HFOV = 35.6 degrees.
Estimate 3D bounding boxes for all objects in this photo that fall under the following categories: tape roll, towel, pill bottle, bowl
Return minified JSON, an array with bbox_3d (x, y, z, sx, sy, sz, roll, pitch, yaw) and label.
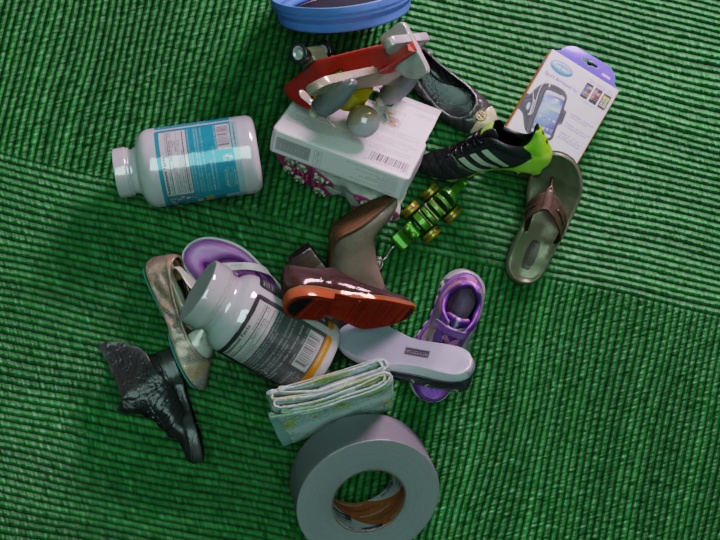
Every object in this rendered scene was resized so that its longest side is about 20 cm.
[{"bbox_3d":[0.005,0.298,1.543,0.200,0.066,0.201,-6,118,-11],"label":"tape roll"},{"bbox_3d":[-0.038,0.182,1.526,0.171,0.200,0.048,-15,72,-4],"label":"towel"},{"bbox_3d":[-0.137,0.077,1.529,0.200,0.116,0.117,32,85,-17],"label":"pill bottle"},{"bbox_3d":[-0.241,-0.150,1.568,0.200,0.111,0.111,-9,88,-5],"label":"pill bottle"},{"bbox_3d":[-0.025,-0.376,1.564,0.200,0.201,0.039,-9,119,-5],"label":"bowl"}]

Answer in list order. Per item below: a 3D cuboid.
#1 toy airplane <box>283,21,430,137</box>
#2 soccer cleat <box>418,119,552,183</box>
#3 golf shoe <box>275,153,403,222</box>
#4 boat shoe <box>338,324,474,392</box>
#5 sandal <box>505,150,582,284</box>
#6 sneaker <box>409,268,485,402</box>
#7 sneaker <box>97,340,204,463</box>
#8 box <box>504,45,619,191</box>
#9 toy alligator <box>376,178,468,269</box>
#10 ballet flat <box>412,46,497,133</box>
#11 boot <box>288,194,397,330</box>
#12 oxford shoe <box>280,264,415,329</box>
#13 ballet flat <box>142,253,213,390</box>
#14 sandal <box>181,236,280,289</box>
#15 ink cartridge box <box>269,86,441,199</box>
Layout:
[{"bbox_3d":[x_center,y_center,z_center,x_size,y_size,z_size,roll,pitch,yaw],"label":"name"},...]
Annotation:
[{"bbox_3d":[0.008,-0.250,1.503,0.200,0.199,0.141,-11,98,-12],"label":"toy airplane"},{"bbox_3d":[0.172,-0.172,1.590,0.200,0.068,0.081,-2,129,24],"label":"soccer cleat"},{"bbox_3d":[-0.024,-0.146,1.613,0.200,0.075,0.092,27,72,-7],"label":"golf shoe"},{"bbox_3d":[0.063,0.126,1.562,0.200,0.066,0.070,10,49,16],"label":"boat shoe"},{"bbox_3d":[0.267,-0.071,1.612,0.080,0.057,0.201,16,102,2],"label":"sandal"},{"bbox_3d":[0.125,0.092,1.598,0.080,0.088,0.200,20,87,-5],"label":"sneaker"},{"bbox_3d":[-0.293,0.185,1.575,0.104,0.060,0.200,-17,83,-7],"label":"sneaker"},{"bbox_3d":[0.290,-0.228,1.652,0.119,0.041,0.200,32,83,-3],"label":"box"},{"bbox_3d":[0.083,-0.066,1.618,0.200,0.054,0.059,-43,91,-5],"label":"toy alligator"},{"bbox_3d":[0.116,-0.265,1.630,0.200,0.057,0.067,38,86,-2],"label":"ballet flat"},{"bbox_3d":[0.000,0.000,1.586,0.200,0.070,0.146,-31,110,14],"label":"boot"},{"bbox_3d":[-0.015,0.029,1.526,0.200,0.071,0.073,11,47,-30],"label":"oxford shoe"},{"bbox_3d":[-0.242,0.068,1.573,0.067,0.068,0.200,-23,90,17],"label":"ballet flat"},{"bbox_3d":[-0.162,0.019,1.595,0.202,0.050,0.083,35,85,-4],"label":"sandal"},{"bbox_3d":[-0.003,-0.198,1.588,0.200,0.045,0.176,22,44,6],"label":"ink cartridge box"}]
